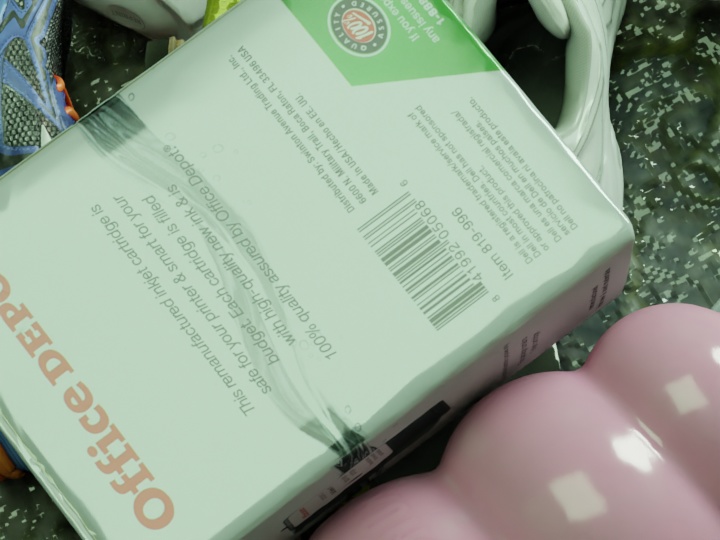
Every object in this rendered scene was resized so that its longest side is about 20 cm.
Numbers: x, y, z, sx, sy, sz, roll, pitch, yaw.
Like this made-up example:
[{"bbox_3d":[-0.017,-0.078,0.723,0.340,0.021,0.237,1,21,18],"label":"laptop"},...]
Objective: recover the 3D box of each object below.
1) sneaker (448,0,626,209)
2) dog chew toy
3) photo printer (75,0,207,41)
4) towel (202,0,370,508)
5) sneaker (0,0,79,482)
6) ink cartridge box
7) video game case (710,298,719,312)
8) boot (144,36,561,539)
[{"bbox_3d":[0.063,-0.102,0.997,0.078,0.099,0.200,-9,66,5],"label":"sneaker"},{"bbox_3d":[0.066,0.091,0.888,0.200,0.125,0.125,-46,67,1],"label":"dog chew toy"},{"bbox_3d":[-0.095,-0.188,1.077,0.200,0.069,0.166,28,74,19],"label":"photo printer"},{"bbox_3d":[-0.025,-0.019,0.945,0.086,0.018,0.200,9,76,-2],"label":"towel"},{"bbox_3d":[-0.113,-0.019,1.010,0.078,0.075,0.200,-5,75,5],"label":"sneaker"},{"bbox_3d":[-0.032,0.002,0.888,0.200,0.083,0.147,-36,76,-7],"label":"ink cartridge box"},{"bbox_3d":[0.222,0.016,0.914,0.143,0.017,0.200,-49,42,-7],"label":"video game case"},{"bbox_3d":[0.000,0.000,0.986,0.138,0.077,0.200,-14,78,-1],"label":"boot"}]
